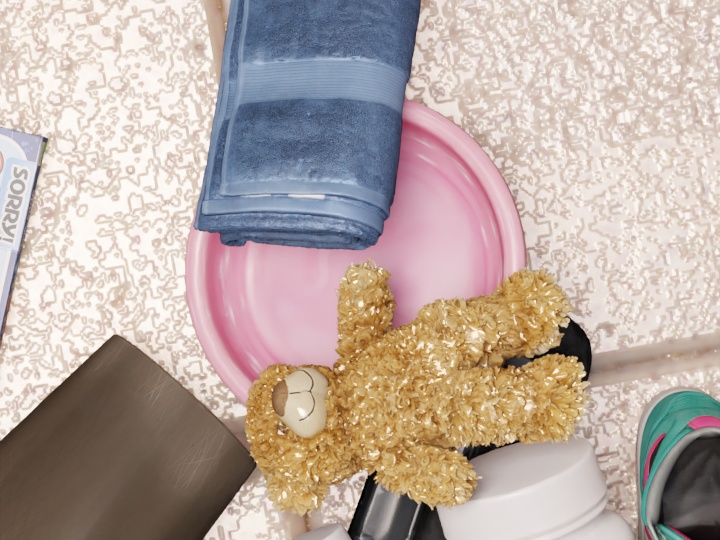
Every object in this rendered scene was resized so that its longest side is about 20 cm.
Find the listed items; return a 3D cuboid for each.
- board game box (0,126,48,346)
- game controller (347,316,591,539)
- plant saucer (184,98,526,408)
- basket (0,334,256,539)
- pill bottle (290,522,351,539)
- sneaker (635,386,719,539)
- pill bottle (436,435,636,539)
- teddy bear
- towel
[{"bbox_3d":[-0.269,0.005,1.667,0.134,0.034,0.201,12,90,-1],"label":"board game box"},{"bbox_3d":[0.063,0.111,1.681,0.104,0.042,0.201,20,91,-16],"label":"game controller"},{"bbox_3d":[0.000,0.000,1.647,0.199,0.051,0.202,-1,84,13],"label":"plant saucer"},{"bbox_3d":[-0.164,0.147,1.617,0.200,0.180,0.136,-48,120,-8],"label":"basket"},{"bbox_3d":[-0.003,0.251,1.623,0.112,0.112,0.201,-27,93,-1],"label":"pill bottle"},{"bbox_3d":[0.202,0.169,1.638,0.083,0.121,0.201,-7,91,-1],"label":"sneaker"},{"bbox_3d":[0.113,0.204,1.624,0.114,0.114,0.201,-18,102,-1],"label":"pill bottle"},{"bbox_3d":[0.028,0.064,1.574,0.199,0.067,0.146,1,82,13],"label":"teddy bear"},{"bbox_3d":[-0.026,-0.109,1.617,0.111,0.049,0.201,1,65,16],"label":"towel"}]
